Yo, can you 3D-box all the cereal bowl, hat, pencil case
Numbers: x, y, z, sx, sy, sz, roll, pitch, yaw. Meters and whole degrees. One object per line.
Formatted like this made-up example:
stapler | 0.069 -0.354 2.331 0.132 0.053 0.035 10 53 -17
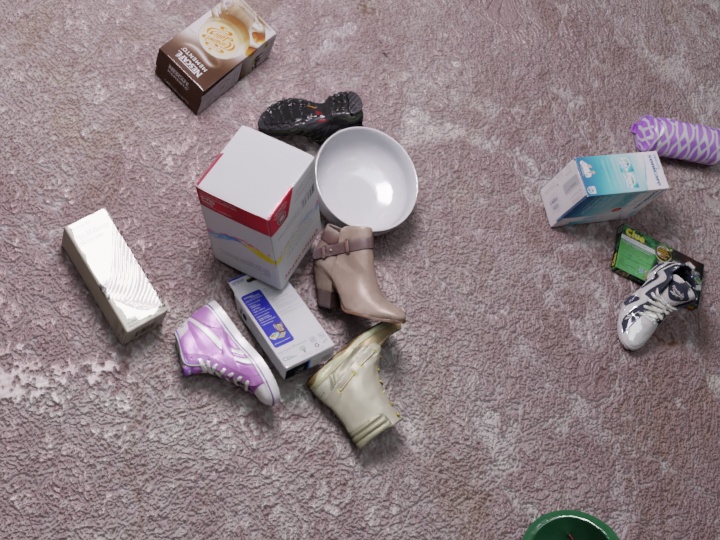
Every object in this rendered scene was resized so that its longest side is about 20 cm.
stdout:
cereal bowl | 0.000 -0.151 1.764 0.196 0.083 0.204 6 71 -18
hat | 0.375 0.532 1.665 0.198 0.178 0.166 24 57 34
pencil case | 0.680 -0.278 2.075 0.196 0.085 0.086 8 31 -19

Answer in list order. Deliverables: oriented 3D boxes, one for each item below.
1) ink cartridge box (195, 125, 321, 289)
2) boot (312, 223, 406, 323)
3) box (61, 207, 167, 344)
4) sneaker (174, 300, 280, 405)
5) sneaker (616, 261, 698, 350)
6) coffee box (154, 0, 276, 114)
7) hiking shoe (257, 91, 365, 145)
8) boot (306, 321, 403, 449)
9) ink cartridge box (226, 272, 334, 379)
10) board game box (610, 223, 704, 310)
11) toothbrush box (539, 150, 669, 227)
ink cartridge box | -0.161 -0.100 1.604 0.143 0.201 0.146 24 60 17
boot | 0.000 0.000 1.655 0.197 0.070 0.149 12 93 28
box | -0.394 0.009 1.565 0.082 0.068 0.202 -30 82 -28
sneaker | -0.222 0.159 1.572 0.114 0.073 0.201 -36 74 -24
sneaker | 0.572 0.060 1.855 0.079 0.130 0.199 44 72 -1
coffee box | -0.262 -0.395 1.772 0.114 0.080 0.200 43 61 1
hiking shoe | -0.087 -0.260 1.782 0.196 0.101 0.077 -6 54 9
boot | 0.026 0.186 1.647 0.199 0.072 0.155 -37 84 -23
ink cartridge box | -0.135 0.081 1.628 0.098 0.040 0.201 -22 59 -26
board game box | 0.598 -0.007 1.965 0.197 0.023 0.106 26 65 -10
toothbrush box | 0.475 -0.159 1.911 0.196 0.146 0.087 -8 72 -24
